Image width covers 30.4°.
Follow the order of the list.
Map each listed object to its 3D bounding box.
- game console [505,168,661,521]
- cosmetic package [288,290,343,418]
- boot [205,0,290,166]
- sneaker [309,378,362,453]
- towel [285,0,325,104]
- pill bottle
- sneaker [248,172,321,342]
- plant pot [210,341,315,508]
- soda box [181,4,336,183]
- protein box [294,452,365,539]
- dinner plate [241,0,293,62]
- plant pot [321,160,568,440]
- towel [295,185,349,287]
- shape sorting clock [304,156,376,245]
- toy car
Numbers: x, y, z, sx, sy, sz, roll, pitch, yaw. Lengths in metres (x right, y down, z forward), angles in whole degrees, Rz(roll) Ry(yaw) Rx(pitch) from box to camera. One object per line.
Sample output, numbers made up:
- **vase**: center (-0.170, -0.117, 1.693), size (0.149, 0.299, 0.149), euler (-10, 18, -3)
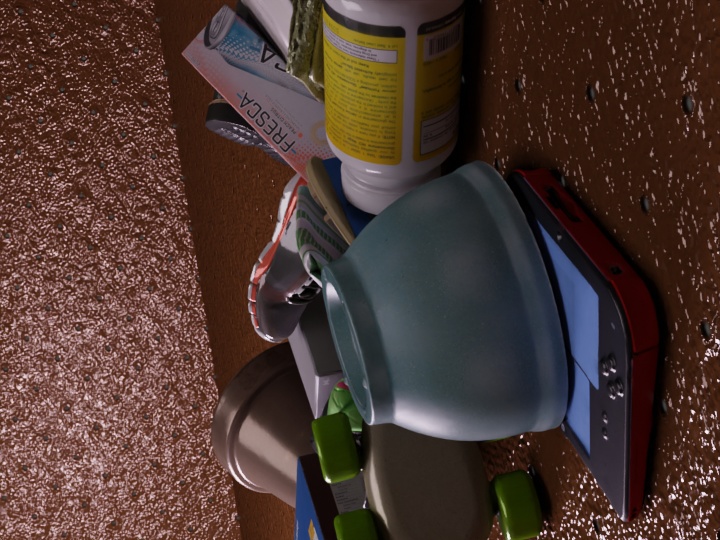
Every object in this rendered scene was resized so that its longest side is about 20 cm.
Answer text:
- **game console**: center (0.143, 0.043, 0.898), size (0.201, 0.031, 0.179), euler (-118, 22, -54)
- **cosmetic package**: center (-0.027, 0.055, 1.476), size (0.091, 0.105, 0.202), euler (96, 161, -51)
- **boot**: center (-0.067, -0.190, 1.415), size (0.077, 0.199, 0.140), euler (2, 76, 40)
- **sneaker**: center (0.010, 0.143, 1.269), size (0.077, 0.084, 0.199), euler (47, -163, 24)
- **towel**: center (-0.016, -0.240, 1.121), size (0.148, 0.036, 0.203), euler (20, -101, -74)
- **pill bottle**: center (0.026, -0.149, 1.065), size (0.113, 0.111, 0.202), euler (-116, 20, -48)
- **sneaker**: center (-0.055, -0.004, 1.365), size (0.081, 0.077, 0.202), euler (31, 120, 27)
- **plant pot**: center (-0.056, 0.210, 1.607), size (0.174, 0.199, 0.202), euler (37, 139, 45)
- **soda box**: center (-0.079, -0.163, 1.295), size (0.200, 0.068, 0.064), euler (45, -173, 5)
- **protein box**: center (0.018, 0.317, 1.421), size (0.200, 0.133, 0.201), euler (95, 160, -51)
- **dinner plate**: center (-0.087, -0.245, 1.224), size (0.201, 0.024, 0.200), euler (55, 178, 3)
- **plant pot**: center (0.049, 0.036, 0.960), size (0.200, 0.133, 0.203), euler (164, 90, -81)
- **towel**: center (0.000, 0.000, 1.212), size (0.152, 0.023, 0.200), euler (41, -165, -15)
- **shape sorting clock**: center (0.015, -0.019, 1.181), size (0.201, 0.039, 0.200), euler (54, -172, -11)
- **toy car**: center (0.052, 0.185, 1.146), size (0.200, 0.162, 0.160), euler (91, 165, -75)
